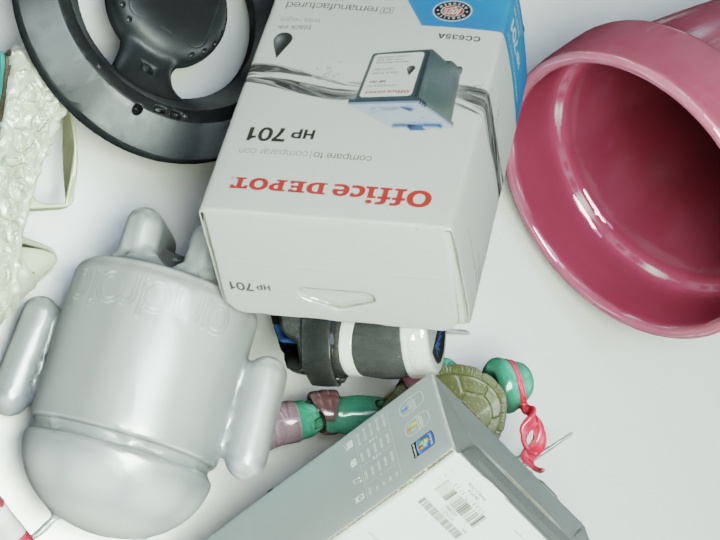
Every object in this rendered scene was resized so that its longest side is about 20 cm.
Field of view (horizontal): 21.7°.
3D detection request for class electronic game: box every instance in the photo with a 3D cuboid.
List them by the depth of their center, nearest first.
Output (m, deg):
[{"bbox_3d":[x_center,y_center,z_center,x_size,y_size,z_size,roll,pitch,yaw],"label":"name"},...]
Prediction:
[{"bbox_3d":[-0.119,-0.161,1.147,0.199,0.042,0.201,11,69,-30],"label":"electronic game"}]

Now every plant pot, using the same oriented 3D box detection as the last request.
[{"bbox_3d":[0.220,-0.086,1.199,0.179,0.200,0.201,-37,95,-35],"label":"plant pot"}]

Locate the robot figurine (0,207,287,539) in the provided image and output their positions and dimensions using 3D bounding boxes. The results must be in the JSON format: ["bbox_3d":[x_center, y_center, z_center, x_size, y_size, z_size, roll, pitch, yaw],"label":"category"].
[{"bbox_3d":[-0.129,0.068,1.090,0.169,0.113,0.201,12,77,11],"label":"robot figurine"}]

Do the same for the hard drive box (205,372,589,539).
[{"bbox_3d":[0.014,0.179,1.058,0.200,0.077,0.156,-37,120,13],"label":"hard drive box"}]

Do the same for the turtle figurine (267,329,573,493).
[{"bbox_3d":[0.034,0.089,1.154,0.199,0.101,0.151,-19,86,-13],"label":"turtle figurine"}]

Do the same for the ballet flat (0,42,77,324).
[{"bbox_3d":[-0.202,-0.035,1.103,0.071,0.072,0.201,14,79,-16],"label":"ballet flat"}]

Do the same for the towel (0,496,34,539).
[{"bbox_3d":[-0.266,0.155,1.034,0.144,0.023,0.200,-35,112,-5],"label":"towel"}]

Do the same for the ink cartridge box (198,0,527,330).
[{"bbox_3d":[0.007,-0.074,1.073,0.146,0.086,0.201,5,49,13],"label":"ink cartridge box"}]

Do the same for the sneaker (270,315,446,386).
[{"bbox_3d":[0.000,0.000,1.137,0.111,0.200,0.073,-4,115,12],"label":"sneaker"}]
